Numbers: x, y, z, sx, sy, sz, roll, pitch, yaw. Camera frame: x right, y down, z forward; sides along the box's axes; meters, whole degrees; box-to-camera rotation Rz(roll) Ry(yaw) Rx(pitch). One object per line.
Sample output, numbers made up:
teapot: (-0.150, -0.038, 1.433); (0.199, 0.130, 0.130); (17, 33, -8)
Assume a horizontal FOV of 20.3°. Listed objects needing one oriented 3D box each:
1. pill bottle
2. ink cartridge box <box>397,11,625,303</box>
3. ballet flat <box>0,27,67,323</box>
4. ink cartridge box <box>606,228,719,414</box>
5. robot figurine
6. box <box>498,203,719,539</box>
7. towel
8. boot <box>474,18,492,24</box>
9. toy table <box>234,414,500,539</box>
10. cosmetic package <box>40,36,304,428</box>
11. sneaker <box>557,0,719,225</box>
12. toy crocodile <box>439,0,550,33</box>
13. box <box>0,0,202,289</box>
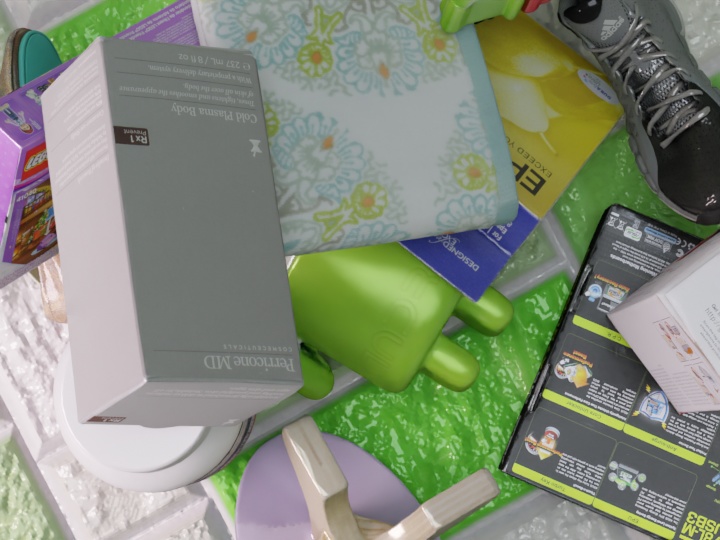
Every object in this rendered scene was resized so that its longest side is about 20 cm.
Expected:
pill bottle: (-0.127, 0.077, 1.245); (0.118, 0.200, 0.121); (0, 85, 1)
ink cartridge box: (0.052, -0.108, 1.282); (0.197, 0.047, 0.200); (38, 48, 2)
ballet flat: (-0.214, -0.058, 1.327); (0.067, 0.068, 0.202); (-20, 83, 27)
ink cartridge box: (0.252, 0.001, 1.202); (0.175, 0.200, 0.084); (-37, 87, -3)
robot figurine: (0.000, 0.000, 1.291); (0.199, 0.116, 0.176); (31, 86, 3)
box: (0.217, 0.082, 1.318); (0.199, 0.048, 0.195); (22, 88, 2)
towel: (-0.006, -0.110, 1.212); (0.170, 0.048, 0.202); (-9, 71, -16)
boot: (0.118, -0.268, 1.306); (0.167, 0.077, 0.201); (-17, 59, 0)
toy table: (-0.004, 0.184, 1.259); (0.184, 0.117, 0.200); (-40, 81, -16)
cosmetic package: (-0.106, -0.018, 1.111); (0.106, 0.090, 0.202); (1, 67, -36)
sneaker: (0.172, -0.122, 1.249); (0.075, 0.115, 0.201); (-37, 50, 18)
toy crocodile: (0.129, -0.201, 1.222); (0.199, 0.068, 0.062); (-35, 80, -23)
box: (-0.159, -0.084, 1.243); (0.039, 0.137, 0.200); (41, 49, 16)
